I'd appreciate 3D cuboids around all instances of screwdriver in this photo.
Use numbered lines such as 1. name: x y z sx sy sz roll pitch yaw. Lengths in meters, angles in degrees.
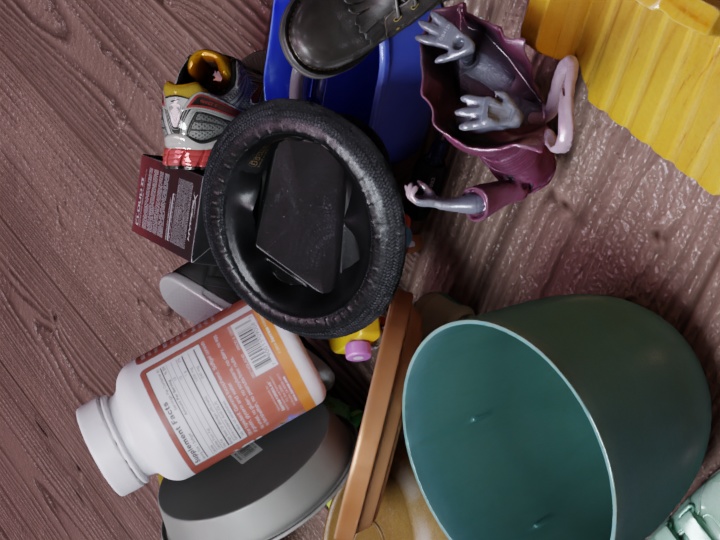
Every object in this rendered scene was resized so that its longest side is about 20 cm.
1. screwdriver: 0.072 -0.117 1.077 0.029 0.028 0.201 27 132 4

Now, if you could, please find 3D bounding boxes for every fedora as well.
1. fedora: -0.030 -0.050 1.055 0.198 0.092 0.203 16 124 25

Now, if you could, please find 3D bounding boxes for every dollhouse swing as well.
1. dollhouse swing: 0.164 -0.135 0.828 0.200 0.174 0.183 43 135 31

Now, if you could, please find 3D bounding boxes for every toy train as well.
1. toy train: 0.000 0.000 1.195 0.199 0.055 0.153 12 96 64

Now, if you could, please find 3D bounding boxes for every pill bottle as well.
1. pill bottle: -0.139 0.109 1.171 0.113 0.198 0.112 61 176 7

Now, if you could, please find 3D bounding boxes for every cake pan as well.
1. cake pan: -0.096 0.177 1.196 0.199 0.200 0.037 3 127 51

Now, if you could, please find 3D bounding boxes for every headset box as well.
1. headset box: -0.109 -0.051 1.199 0.199 0.147 0.078 19 101 62

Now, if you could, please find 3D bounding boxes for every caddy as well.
1. caddy: -0.016 -0.165 1.101 0.141 0.104 0.202 39 133 34

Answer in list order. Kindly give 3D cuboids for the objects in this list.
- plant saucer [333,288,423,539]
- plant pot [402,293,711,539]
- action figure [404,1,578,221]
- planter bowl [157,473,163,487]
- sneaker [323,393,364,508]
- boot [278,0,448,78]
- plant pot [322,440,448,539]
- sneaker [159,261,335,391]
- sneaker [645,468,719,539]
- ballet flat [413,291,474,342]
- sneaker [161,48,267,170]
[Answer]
1. plant saucer: 0.017 0.116 1.067 0.032 0.201 0.202 13 125 2
2. plant pot: 0.154 0.109 0.960 0.200 0.160 0.203 26 125 44
3. action figure: 0.107 -0.106 0.951 0.147 0.200 0.136 4 70 24
4. planter bowl: -0.132 0.238 1.452 0.199 0.083 0.203 27 126 43
5. sneaker: -0.020 0.154 1.298 0.084 0.074 0.201 -45 61 19
6. boot: 0.049 -0.211 0.927 0.070 0.199 0.174 58 155 -11
7. plant pot: 0.014 0.246 1.151 0.199 0.027 0.203 -24 62 56
8. sneaker: -0.089 0.034 1.305 0.199 0.099 0.071 31 145 17
9. sneaker: 0.224 0.215 0.956 0.074 0.117 0.201 51 138 25
10. ballet flat: 0.080 0.118 1.148 0.069 0.069 0.203 13 115 49
11. sneaker: -0.110 -0.156 1.167 0.077 0.200 0.083 4 116 17
